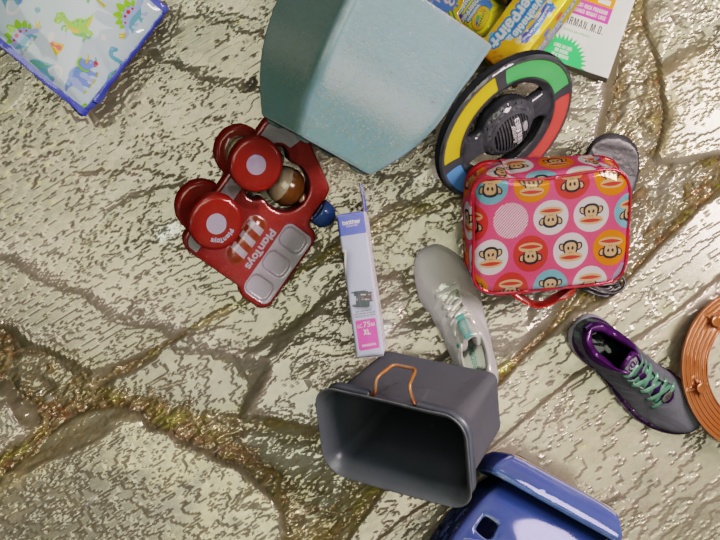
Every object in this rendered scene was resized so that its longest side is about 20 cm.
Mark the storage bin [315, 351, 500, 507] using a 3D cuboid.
[{"bbox_3d":[0.065,0.163,1.544,0.197,0.134,0.148,9,121,29],"label":"storage bin"}]

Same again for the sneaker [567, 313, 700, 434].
[{"bbox_3d":[0.335,0.133,1.602,0.199,0.088,0.075,38,90,1],"label":"sneaker"}]

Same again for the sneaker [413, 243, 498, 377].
[{"bbox_3d":[0.123,0.062,1.604,0.074,0.088,0.202,-23,89,2],"label":"sneaker"}]

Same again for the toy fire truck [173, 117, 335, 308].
[{"bbox_3d":[-0.122,-0.077,1.609,0.167,0.112,0.201,36,90,-24],"label":"toy fire truck"}]

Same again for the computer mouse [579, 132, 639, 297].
[{"bbox_3d":[0.265,-0.072,1.628,0.138,0.046,0.203,4,101,-4],"label":"computer mouse"}]

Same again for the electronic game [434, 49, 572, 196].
[{"bbox_3d":[0.171,-0.171,1.564,0.200,0.200,0.042,-42,55,0],"label":"electronic game"}]

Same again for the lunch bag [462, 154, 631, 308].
[{"bbox_3d":[0.220,-0.042,1.562,0.197,0.082,0.179,-3,111,-3],"label":"lunch bag"}]

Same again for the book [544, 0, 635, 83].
[{"bbox_3d":[0.276,-0.350,1.631,0.132,0.048,0.203,19,90,6],"label":"book"}]

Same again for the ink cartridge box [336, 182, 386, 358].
[{"bbox_3d":[0.000,0.000,1.589,0.041,0.119,0.203,-6,90,2],"label":"ink cartridge box"}]

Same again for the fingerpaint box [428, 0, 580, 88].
[{"bbox_3d":[0.181,-0.354,1.590,0.166,0.073,0.201,39,95,13],"label":"fingerpaint box"}]

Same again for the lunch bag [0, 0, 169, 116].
[{"bbox_3d":[-0.353,-0.310,1.591,0.199,0.127,0.171,39,90,10],"label":"lunch bag"}]

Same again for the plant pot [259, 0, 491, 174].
[{"bbox_3d":[-0.009,-0.231,1.525,0.194,0.196,0.202,27,93,-32],"label":"plant pot"}]

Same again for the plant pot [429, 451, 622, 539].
[{"bbox_3d":[0.190,0.326,1.554,0.198,0.200,0.182,27,83,1],"label":"plant pot"}]

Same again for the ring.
[{"bbox_3d":[0.486,0.121,1.616,0.197,0.019,0.204,1,86,-12],"label":"ring"}]
